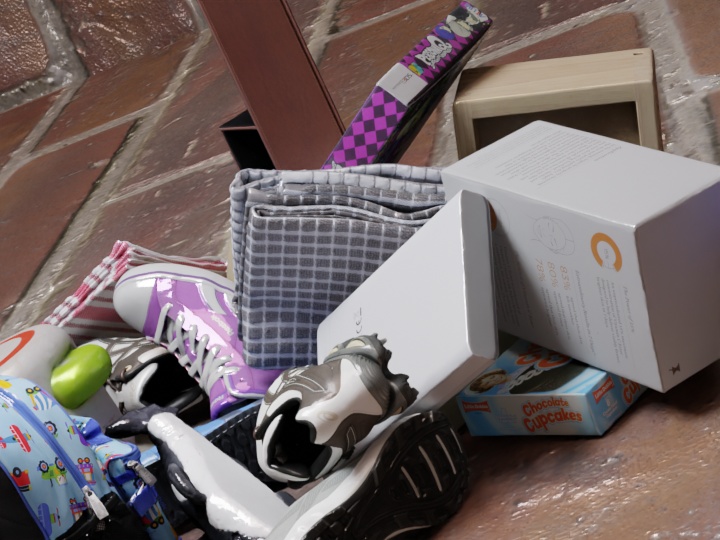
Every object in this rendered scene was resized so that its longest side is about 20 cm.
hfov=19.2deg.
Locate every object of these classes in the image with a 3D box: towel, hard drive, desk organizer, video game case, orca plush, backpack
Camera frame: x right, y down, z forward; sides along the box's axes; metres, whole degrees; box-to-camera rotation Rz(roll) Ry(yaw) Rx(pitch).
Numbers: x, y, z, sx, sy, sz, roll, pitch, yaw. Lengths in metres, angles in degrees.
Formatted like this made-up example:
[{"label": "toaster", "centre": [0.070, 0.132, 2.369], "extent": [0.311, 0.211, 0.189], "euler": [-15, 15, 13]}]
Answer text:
[{"label": "towel", "centre": [0.000, 0.000, 1.610], "extent": [0.200, 0.166, 0.086], "euler": [1, 48, -4]}, {"label": "hard drive", "centre": [0.029, 0.049, 1.486], "extent": [0.200, 0.027, 0.132], "euler": [-44, 38, 47]}, {"label": "desk organizer", "centre": [-0.089, -0.166, 1.809], "extent": [0.077, 0.200, 0.072], "euler": [-35, 20, -29]}, {"label": "video game case", "centre": [0.015, -0.106, 1.708], "extent": [0.200, 0.036, 0.181], "euler": [-55, -4, 38]}, {"label": "towel", "centre": [-0.223, 0.046, 1.882], "extent": [0.200, 0.030, 0.146], "euler": [-40, -26, 24]}, {"label": "orca plush", "centre": [-0.115, 0.167, 1.485], "extent": [0.200, 0.071, 0.105], "euler": [33, 13, 33]}, {"label": "backpack", "centre": [-0.232, 0.155, 1.471], "extent": [0.134, 0.200, 0.182], "euler": [-37, 20, -33]}]

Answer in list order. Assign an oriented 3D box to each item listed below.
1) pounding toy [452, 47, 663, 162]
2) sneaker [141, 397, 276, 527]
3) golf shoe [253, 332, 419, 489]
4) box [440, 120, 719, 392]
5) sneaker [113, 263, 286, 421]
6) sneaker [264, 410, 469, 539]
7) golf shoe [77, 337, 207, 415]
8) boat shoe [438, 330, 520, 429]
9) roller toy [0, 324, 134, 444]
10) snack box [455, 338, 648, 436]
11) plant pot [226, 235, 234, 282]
[{"label": "pounding toy", "centre": [0.155, -0.067, 1.721], "extent": [0.184, 0.200, 0.142], "euler": [-5, 20, 10]}, {"label": "sneaker", "centre": [-0.096, 0.134, 1.597], "extent": [0.200, 0.066, 0.078], "euler": [-24, 13, 0]}, {"label": "golf shoe", "centre": [-0.044, 0.107, 1.436], "extent": [0.094, 0.078, 0.200], "euler": [-36, -7, -32]}, {"label": "box", "centre": [0.163, -0.015, 1.460], "extent": [0.097, 0.125, 0.200], "euler": [-28, 29, -28]}, {"label": "sneaker", "centre": [-0.119, 0.066, 1.687], "extent": [0.200, 0.073, 0.114], "euler": [20, 38, 10]}, {"label": "sneaker", "centre": [-0.004, 0.155, 1.393], "extent": [0.079, 0.074, 0.200], "euler": [-11, 21, 49]}, {"label": "golf shoe", "centre": [-0.199, 0.095, 1.798], "extent": [0.200, 0.078, 0.094], "euler": [-21, 10, 15]}, {"label": "boat shoe", "centre": [0.083, 0.062, 1.576], "extent": [0.200, 0.071, 0.063], "euler": [-39, 19, -31]}, {"label": "roller toy", "centre": [-0.278, 0.144, 1.679], "extent": [0.182, 0.140, 0.200], "euler": [-38, 12, -26]}, {"label": "snack box", "centre": [0.171, 0.054, 1.525], "extent": [0.116, 0.037, 0.200], "euler": [-5, 25, 43]}, {"label": "plant pot", "centre": [-0.037, -0.019, 1.868], "extent": [0.200, 0.135, 0.200], "euler": [-21, 16, 6]}]
